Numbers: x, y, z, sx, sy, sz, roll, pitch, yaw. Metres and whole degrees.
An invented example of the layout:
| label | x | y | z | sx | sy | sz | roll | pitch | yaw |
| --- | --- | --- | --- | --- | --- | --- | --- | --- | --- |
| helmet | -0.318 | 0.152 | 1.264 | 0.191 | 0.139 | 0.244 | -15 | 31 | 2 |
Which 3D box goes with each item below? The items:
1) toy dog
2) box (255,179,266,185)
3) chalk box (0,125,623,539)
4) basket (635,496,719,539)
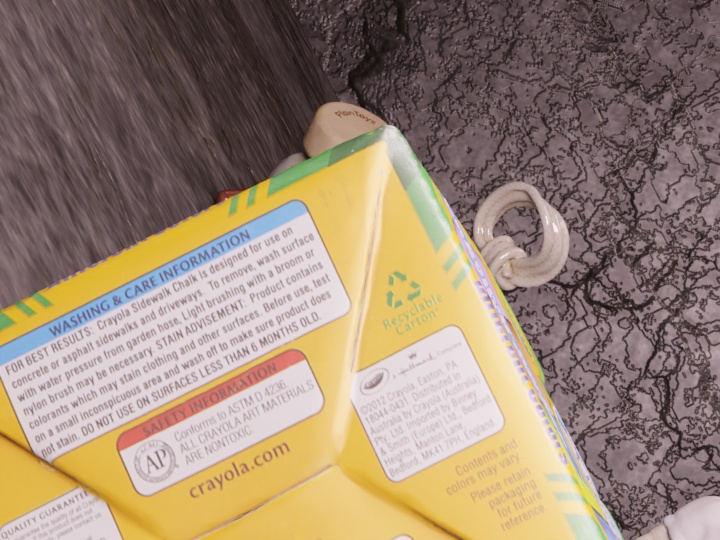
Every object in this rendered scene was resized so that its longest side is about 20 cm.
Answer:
| label | x | y | z | sx | sy | sz | roll | pitch | yaw |
| --- | --- | --- | --- | --- | --- | --- | --- | --- | --- |
| toy dog | 0.000 | 0.000 | 1.243 | 0.200 | 0.096 | 0.133 | 29 | -63 | 42 |
| box | -0.002 | 0.023 | 1.497 | 0.137 | 0.040 | 0.200 | 65 | 4 | 15 |
| chalk box | -0.006 | 0.063 | 0.603 | 0.124 | 0.124 | 0.200 | 64 | 3 | 12 |
| basket | 0.124 | 0.230 | 0.924 | 0.198 | 0.160 | 0.201 | 58 | 7 | -52 |
